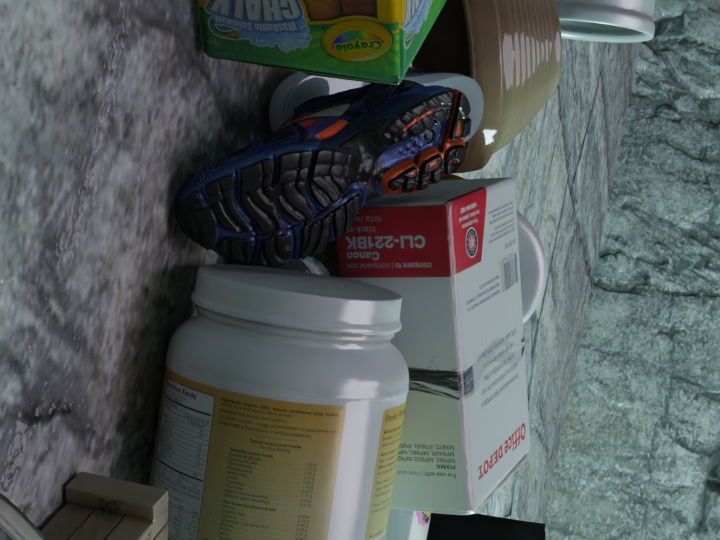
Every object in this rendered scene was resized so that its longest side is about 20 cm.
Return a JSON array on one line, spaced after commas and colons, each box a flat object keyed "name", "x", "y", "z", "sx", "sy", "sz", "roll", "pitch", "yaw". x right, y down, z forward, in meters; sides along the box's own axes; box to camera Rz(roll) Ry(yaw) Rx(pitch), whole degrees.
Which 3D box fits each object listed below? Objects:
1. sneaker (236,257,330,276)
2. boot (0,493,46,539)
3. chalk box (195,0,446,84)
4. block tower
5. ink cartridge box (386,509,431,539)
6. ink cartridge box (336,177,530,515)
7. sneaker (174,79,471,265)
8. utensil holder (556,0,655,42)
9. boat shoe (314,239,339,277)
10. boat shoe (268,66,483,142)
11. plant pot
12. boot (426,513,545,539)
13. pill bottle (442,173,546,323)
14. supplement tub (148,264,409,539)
[{"name": "sneaker", "x": -0.053, "y": 0.067, "z": 0.917, "sx": 0.091, "sy": 0.077, "sz": 0.201, "roll": -36, "pitch": 126, "yaw": -33}, {"name": "boot", "x": -0.178, "y": 0.192, "z": 0.550, "sx": 0.154, "sy": 0.073, "sz": 0.204, "roll": -59, "pitch": 154, "yaw": -47}, {"name": "chalk box", "x": -0.019, "y": -0.189, "z": 0.786, "sx": 0.124, "sy": 0.124, "sz": 0.201, "roll": -63, "pitch": 156, "yaw": -48}, {"name": "block tower", "x": -0.136, "y": 0.211, "z": 0.742, "sx": 0.058, "sy": 0.054, "sz": 0.201, "roll": -49, "pitch": 145, "yaw": -62}, {"name": "ink cartridge box", "x": -0.003, "y": 0.162, "z": 1.064, "sx": 0.067, "sy": 0.116, "sz": 0.201, "roll": 29, "pitch": 72, "yaw": -72}, {"name": "ink cartridge box", "x": 0.053, "y": 0.046, "z": 0.930, "sx": 0.144, "sy": 0.083, "sz": 0.201, "roll": -24, "pitch": 110, "yaw": -65}, {"name": "sneaker", "x": -0.028, "y": -0.064, "z": 0.843, "sx": 0.199, "sy": 0.078, "sz": 0.076, "roll": -23, "pitch": 125, "yaw": -30}, {"name": "utensil holder", "x": 0.265, "y": -0.376, "z": 1.600, "sx": 0.170, "sy": 0.169, "sz": 0.201, "roll": -7, "pitch": 105, "yaw": -74}, {"name": "boat shoe", "x": 0.000, "y": 0.000, "z": 0.994, "sx": 0.200, "sy": 0.074, "sz": 0.067, "roll": 67, "pitch": 39, "yaw": -62}, {"name": "boat shoe", "x": -0.008, "y": -0.115, "z": 0.987, "sx": 0.200, "sy": 0.091, "sz": 0.071, "roll": -7, "pitch": 107, "yaw": -46}, {"name": "plant pot", "x": 0.105, "y": -0.182, "z": 1.126, "sx": 0.201, "sy": 0.092, "sz": 0.202, "roll": 173, "pitch": -90, "yaw": -81}, {"name": "boot", "x": 0.055, "y": 0.197, "z": 1.137, "sx": 0.066, "sy": 0.199, "sz": 0.166, "roll": 59, "pitch": 43, "yaw": -67}, {"name": "pill bottle", "x": 0.070, "y": -0.018, "z": 1.120, "sx": 0.200, "sy": 0.112, "sz": 0.113, "roll": -128, "pitch": -137, "yaw": -73}, {"name": "supplement tub", "x": -0.049, "y": 0.104, "z": 0.817, "sx": 0.144, "sy": 0.144, "sz": 0.201, "roll": -8, "pitch": 108, "yaw": -74}]
